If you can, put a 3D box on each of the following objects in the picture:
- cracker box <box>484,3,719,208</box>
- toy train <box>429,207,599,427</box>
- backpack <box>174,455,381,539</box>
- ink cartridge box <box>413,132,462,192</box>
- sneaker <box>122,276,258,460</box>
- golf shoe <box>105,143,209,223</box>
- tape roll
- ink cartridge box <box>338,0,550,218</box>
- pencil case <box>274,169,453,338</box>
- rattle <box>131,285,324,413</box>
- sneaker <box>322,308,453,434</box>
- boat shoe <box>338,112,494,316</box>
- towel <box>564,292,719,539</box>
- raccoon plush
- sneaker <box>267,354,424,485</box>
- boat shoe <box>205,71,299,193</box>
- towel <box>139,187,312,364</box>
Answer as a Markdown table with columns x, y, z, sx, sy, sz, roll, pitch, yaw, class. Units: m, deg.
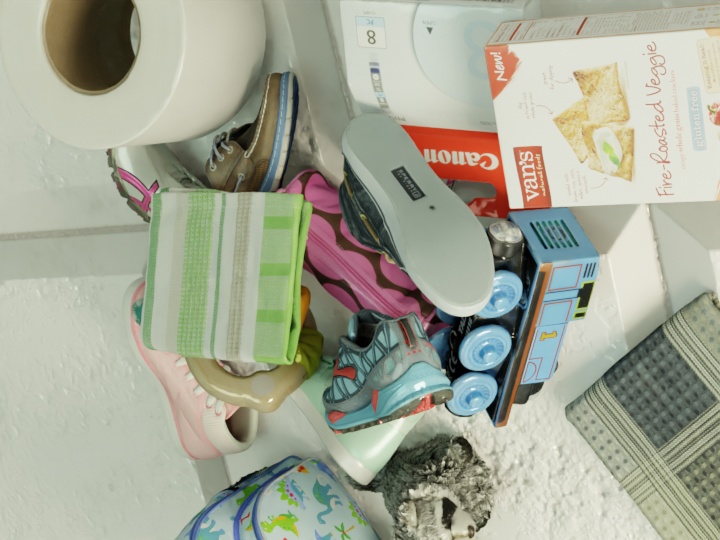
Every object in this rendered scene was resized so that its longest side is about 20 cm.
| x | y | z | sx | sy | sz | roll | pitch | yaw | class |
| --- | --- | --- | --- | --- | --- | --- | --- | --- | --- |
| 0.200 | -0.121 | 1.310 | 0.198 | 0.058 | 0.135 | -2 | 117 | 22 | cracker box |
| 0.124 | 0.041 | 1.455 | 0.087 | 0.113 | 0.202 | -115 | 28 | -47 | toy train |
| -0.083 | 0.284 | 1.683 | 0.184 | 0.199 | 0.147 | 54 | 133 | 7 | backpack |
| 0.045 | -0.110 | 1.510 | 0.094 | 0.037 | 0.201 | 35 | 130 | 22 | ink cartridge box |
| -0.160 | 0.097 | 1.749 | 0.104 | 0.075 | 0.202 | -3 | 113 | 42 | sneaker |
| -0.170 | -0.067 | 1.690 | 0.091 | 0.073 | 0.201 | -19 | 107 | 35 | golf shoe |
| -0.202 | -0.212 | 1.564 | 0.201 | 0.139 | 0.205 | 3 | 97 | 27 | tape roll |
| 0.070 | -0.129 | 1.423 | 0.158 | 0.047 | 0.202 | 6 | 118 | 24 | ink cartridge box |
| 0.000 | 0.000 | 1.552 | 0.200 | 0.094 | 0.091 | 40 | 87 | 16 | pencil case |
| -0.133 | 0.030 | 1.592 | 0.200 | 0.143 | 0.131 | 39 | 87 | 21 | rattle |
| 0.018 | 0.079 | 1.485 | 0.200 | 0.079 | 0.097 | -26 | 79 | 65 | sneaker |
| 0.044 | -0.028 | 1.417 | 0.201 | 0.070 | 0.091 | 60 | 159 | 29 | boat shoe |
| 0.285 | 0.142 | 1.431 | 0.201 | 0.034 | 0.193 | 53 | 130 | 11 | towel |
| 0.031 | 0.224 | 1.604 | 0.199 | 0.134 | 0.098 | -15 | 101 | 43 | raccoon plush |
| -0.007 | 0.095 | 1.639 | 0.118 | 0.074 | 0.201 | -45 | 50 | 4 | sneaker |
| -0.104 | -0.092 | 1.596 | 0.072 | 0.072 | 0.202 | 14 | 118 | -1 | boat shoe |
| -0.119 | 0.004 | 1.548 | 0.199 | 0.030 | 0.151 | 4 | 89 | 44 | towel |
